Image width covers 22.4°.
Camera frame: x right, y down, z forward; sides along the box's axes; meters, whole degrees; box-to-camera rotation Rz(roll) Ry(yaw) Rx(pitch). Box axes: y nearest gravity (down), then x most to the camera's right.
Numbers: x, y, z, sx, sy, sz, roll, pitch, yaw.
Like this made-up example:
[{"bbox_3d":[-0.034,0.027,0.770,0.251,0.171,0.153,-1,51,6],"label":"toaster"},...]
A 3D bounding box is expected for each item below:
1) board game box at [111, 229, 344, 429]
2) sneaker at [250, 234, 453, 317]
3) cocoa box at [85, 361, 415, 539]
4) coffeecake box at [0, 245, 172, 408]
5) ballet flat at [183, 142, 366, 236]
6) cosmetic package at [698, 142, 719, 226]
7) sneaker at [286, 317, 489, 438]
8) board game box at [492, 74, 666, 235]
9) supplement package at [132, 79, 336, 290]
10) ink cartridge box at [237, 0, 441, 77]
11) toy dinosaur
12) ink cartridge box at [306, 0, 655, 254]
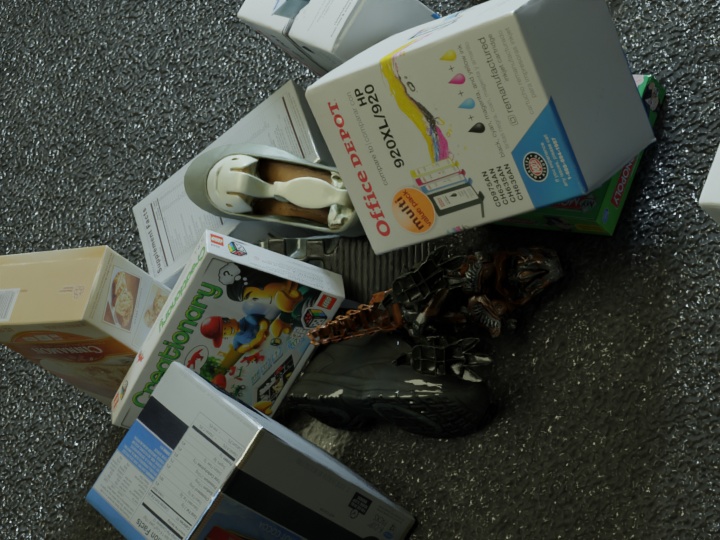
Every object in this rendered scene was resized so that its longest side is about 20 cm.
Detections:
[{"bbox_3d":[-0.113,0.067,1.525,0.201,0.126,0.035,-59,24,30],"label":"board game box"},{"bbox_3d":[0.000,0.000,1.561,0.199,0.088,0.075,6,91,19],"label":"sneaker"},{"bbox_3d":[-0.085,0.186,1.416,0.133,0.200,0.132,31,86,47],"label":"cocoa box"},{"bbox_3d":[-0.217,0.059,1.620,0.153,0.200,0.073,-4,60,41],"label":"coffeecake box"},{"bbox_3d":[-0.072,-0.071,1.525,0.199,0.064,0.068,10,91,25],"label":"ballet flat"},{"bbox_3d":[0.347,-0.046,1.251,0.199,0.101,0.072,8,68,44],"label":"cosmetic package"},{"bbox_3d":[0.026,0.082,1.483,0.199,0.076,0.091,3,62,42],"label":"sneaker"},{"bbox_3d":[0.147,-0.102,1.524,0.199,0.029,0.135,8,71,45],"label":"board game box"},{"bbox_3d":[-0.092,-0.053,1.647,0.200,0.109,0.114,-37,46,18],"label":"supplement package"},{"bbox_3d":[0.001,-0.207,1.613,0.086,0.146,0.200,-59,32,-2],"label":"ink cartridge box"},{"bbox_3d":[0.063,0.031,1.439,0.200,0.102,0.136,-37,7,9],"label":"toy dinosaur"},{"bbox_3d":[0.092,-0.122,1.407,0.199,0.148,0.145,-16,13,36],"label":"ink cartridge box"}]
